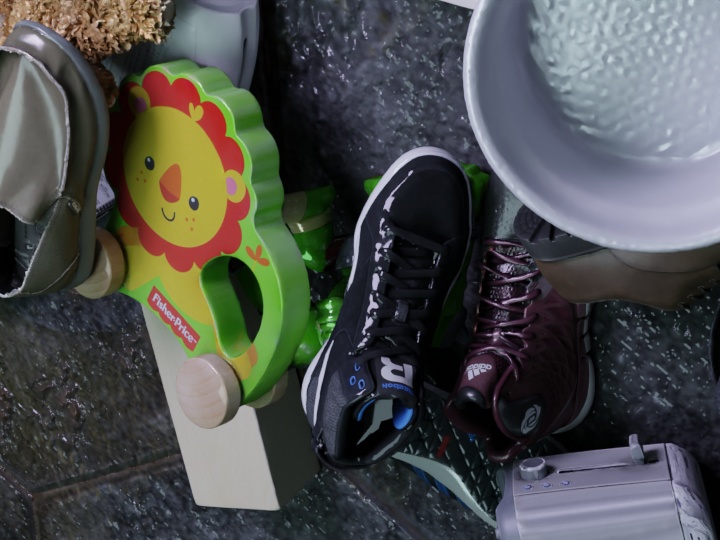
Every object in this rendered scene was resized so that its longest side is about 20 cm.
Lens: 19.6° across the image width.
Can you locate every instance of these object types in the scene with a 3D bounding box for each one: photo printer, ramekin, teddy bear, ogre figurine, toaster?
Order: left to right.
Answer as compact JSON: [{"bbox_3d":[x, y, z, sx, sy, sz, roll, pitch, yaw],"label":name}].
[{"bbox_3d":[-0.194,-0.166,1.341,0.200,0.067,0.145,-1,108,42],"label":"teddy bear"},{"bbox_3d":[-0.160,-0.165,1.416,0.200,0.069,0.166,36,132,16],"label":"photo printer"},{"bbox_3d":[0.000,0.000,1.370,0.200,0.098,0.120,-11,94,10],"label":"ogre figurine"},{"bbox_3d":[0.166,0.202,1.310,0.129,0.114,0.200,-13,106,9],"label":"toaster"},{"bbox_3d":[0.159,-0.119,1.128,0.200,0.098,0.201,3,112,7],"label":"ramekin"}]

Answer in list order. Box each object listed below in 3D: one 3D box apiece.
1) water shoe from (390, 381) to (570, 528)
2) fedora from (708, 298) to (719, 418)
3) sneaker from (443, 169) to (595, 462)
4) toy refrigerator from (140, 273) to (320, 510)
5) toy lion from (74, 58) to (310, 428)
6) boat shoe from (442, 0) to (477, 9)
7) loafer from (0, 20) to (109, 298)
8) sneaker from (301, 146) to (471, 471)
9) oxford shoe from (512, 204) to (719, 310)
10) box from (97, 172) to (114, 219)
[{"bbox_3d":[0.071,0.118,1.403,0.200,0.079,0.072,32,88,-1],"label":"water shoe"},{"bbox_3d":[0.277,0.082,1.192,0.201,0.092,0.201,18,123,30],"label":"fedora"},{"bbox_3d":[0.095,0.031,1.292,0.076,0.116,0.200,8,119,35],"label":"sneaker"},{"bbox_3d":[-0.094,0.067,1.497,0.076,0.070,0.200,-1,114,31],"label":"toy refrigerator"},{"bbox_3d":[-0.103,-0.028,1.351,0.200,0.069,0.192,47,129,21],"label":"toy lion"},{"bbox_3d":[0.066,-0.206,1.218,0.200,0.075,0.093,15,110,21],"label":"boat shoe"},{"bbox_3d":[-0.207,-0.061,1.318,0.075,0.070,0.200,23,129,28],"label":"loafer"},{"bbox_3d":[0.027,0.032,1.266,0.073,0.112,0.200,15,109,-15],"label":"sneaker"},{"bbox_3d":[0.197,-0.021,1.221,0.200,0.073,0.084,-9,127,32],"label":"oxford shoe"},{"bbox_3d":[-0.294,-0.094,1.579,0.193,0.048,0.200,-30,94,46],"label":"box"}]
